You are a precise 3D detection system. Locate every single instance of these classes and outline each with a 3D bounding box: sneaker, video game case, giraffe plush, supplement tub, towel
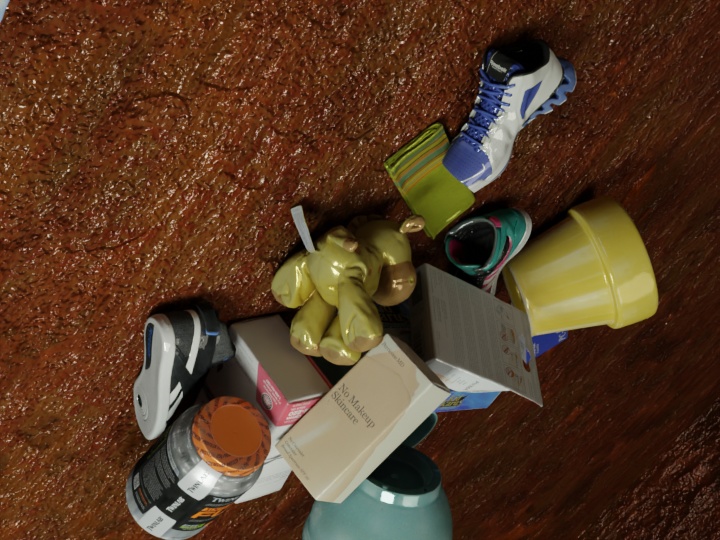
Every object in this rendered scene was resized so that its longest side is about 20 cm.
[{"bbox_3d":[0.157,-0.003,1.386,0.121,0.084,0.200,-1,125,-51],"label":"sneaker"},{"bbox_3d":[0.079,0.113,1.340,0.200,0.181,0.045,6,128,-50],"label":"video game case"},{"bbox_3d":[0.000,0.000,1.201,0.162,0.172,0.200,-21,112,-43],"label":"giraffe plush"},{"bbox_3d":[0.161,-0.201,1.154,0.199,0.081,0.115,-48,144,3],"label":"sneaker"},{"bbox_3d":[-0.197,0.241,1.194,0.122,0.123,0.200,-6,151,-41],"label":"supplement tub"},{"bbox_3d":[-0.209,0.126,1.193,0.112,0.073,0.200,-13,139,-33],"label":"sneaker"},{"bbox_3d":[0.095,-0.110,1.251,0.086,0.018,0.200,-38,149,1],"label":"towel"}]

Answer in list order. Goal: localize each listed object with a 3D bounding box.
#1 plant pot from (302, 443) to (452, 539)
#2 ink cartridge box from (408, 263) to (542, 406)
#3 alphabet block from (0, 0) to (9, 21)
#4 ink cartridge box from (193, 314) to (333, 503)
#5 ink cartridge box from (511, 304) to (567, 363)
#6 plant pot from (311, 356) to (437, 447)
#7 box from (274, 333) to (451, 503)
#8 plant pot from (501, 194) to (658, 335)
[{"bbox_3d":[0.034,0.310,1.273,0.200,0.200,0.134,-7,120,-40],"label":"plant pot"},{"bbox_3d":[0.153,0.095,1.321,0.200,0.162,0.050,27,132,-31],"label":"ink cartridge box"},{"bbox_3d":[-0.337,-0.187,0.548,0.200,0.195,0.197,4,128,-49],"label":"alphabet block"},{"bbox_3d":[-0.136,0.181,1.268,0.085,0.146,0.200,-10,139,-42],"label":"ink cartridge box"},{"bbox_3d":[0.313,0.080,1.691,0.094,0.044,0.200,-31,148,-9],"label":"ink cartridge box"},{"bbox_3d":[-0.017,0.184,1.365,0.200,0.161,0.201,-23,153,-13],"label":"plant pot"},{"bbox_3d":[0.004,0.182,1.191,0.200,0.095,0.078,-47,153,5],"label":"box"},{"bbox_3d":[0.324,0.007,1.489,0.189,0.201,0.201,-19,147,0],"label":"plant pot"}]
